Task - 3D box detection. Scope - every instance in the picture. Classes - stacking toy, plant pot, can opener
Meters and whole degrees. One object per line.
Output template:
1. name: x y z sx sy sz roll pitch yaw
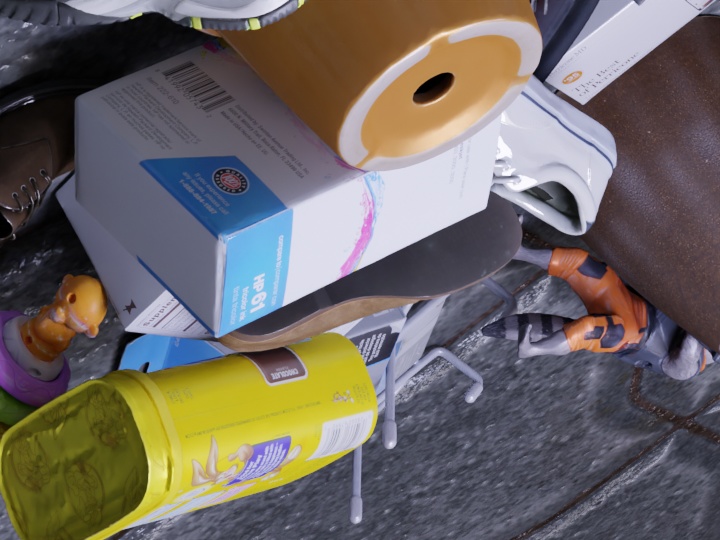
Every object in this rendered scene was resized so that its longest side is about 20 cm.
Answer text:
1. stacking toy: -0.226 0.065 1.764 0.200 0.116 0.110 -40 153 25
2. plant pot: 0.000 -0.162 1.526 0.200 0.183 0.200 -25 154 -13
3. plant pot: 0.241 -0.043 1.999 0.187 0.200 0.187 -25 155 -13
4. can opener: 0.096 -0.128 1.794 0.063 0.079 0.200 -38 171 -37

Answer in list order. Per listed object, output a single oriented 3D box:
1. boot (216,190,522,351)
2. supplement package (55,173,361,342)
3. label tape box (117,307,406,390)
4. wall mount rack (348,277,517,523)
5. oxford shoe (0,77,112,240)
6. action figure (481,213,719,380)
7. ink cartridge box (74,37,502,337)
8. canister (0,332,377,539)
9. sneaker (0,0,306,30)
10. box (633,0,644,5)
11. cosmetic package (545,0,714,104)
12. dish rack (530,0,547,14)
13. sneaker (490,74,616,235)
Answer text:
1. boot: 0.000 0.000 1.715 0.200 0.074 0.075 -17 164 -14
2. supplement package: -0.072 -0.028 1.777 0.110 0.114 0.200 -42 153 25
3. label tape box: -0.079 0.079 2.028 0.200 0.066 0.143 -20 153 -27
4. wall mount rack: 0.038 0.089 2.127 0.174 0.075 0.200 -41 163 -32
5. oxford shoe: -0.201 -0.054 1.623 0.200 0.084 0.073 -20 151 -27
6. action figure: 0.193 0.020 2.106 0.193 0.200 0.105 15 123 -19
7. ink cartridge box: -0.041 -0.067 1.606 0.200 0.145 0.085 -26 141 -28
8. canister: -0.104 0.104 1.753 0.200 0.087 0.148 -11 166 -45
9. sneaker: -0.120 -0.171 1.447 0.075 0.200 0.077 -60 144 -51
10. box: 0.213 -0.255 1.617 0.193 0.048 0.200 -43 -171 20
11. cosmetic package: 0.197 -0.194 1.847 0.200 0.051 0.083 -39 153 15
12. dish rack: 0.097 -0.241 1.536 0.054 0.154 0.200 -10 153 -6
13. sneaker: 0.084 -0.083 1.731 0.200 0.071 0.073 25 151 -34
